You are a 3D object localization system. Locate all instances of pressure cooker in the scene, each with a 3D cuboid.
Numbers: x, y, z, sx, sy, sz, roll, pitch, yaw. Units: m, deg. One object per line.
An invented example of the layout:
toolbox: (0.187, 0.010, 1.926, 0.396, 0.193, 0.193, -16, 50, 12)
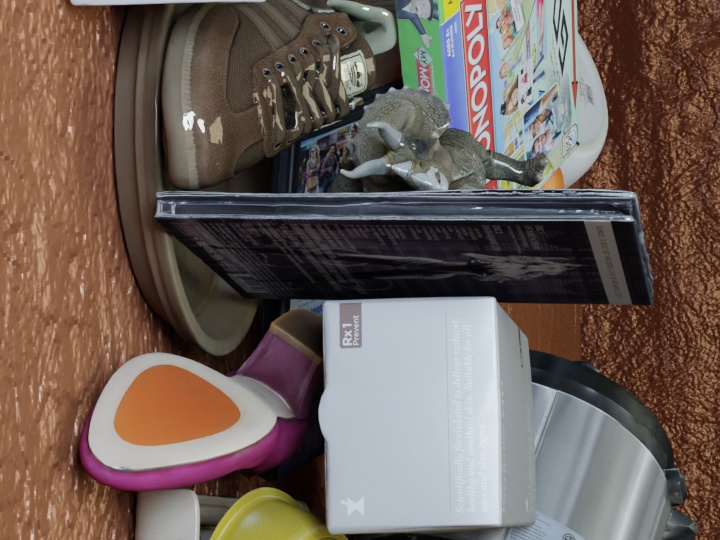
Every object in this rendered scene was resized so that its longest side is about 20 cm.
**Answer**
pressure cooker: (0.095, 0.143, 1.101, 0.176, 0.178, 0.201, 54, 45, -35)

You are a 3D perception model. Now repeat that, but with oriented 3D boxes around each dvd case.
dvd case: (0.026, -0.009, 0.821, 0.149, 0.198, 0.016, 51, 42, -72)
dvd case: (0.000, 0.000, 0.989, 0.142, 0.017, 0.202, -25, 129, -44)

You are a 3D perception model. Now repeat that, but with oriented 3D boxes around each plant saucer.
plant saucer: (-0.077, -0.060, 0.884, 0.200, 0.029, 0.202, -1, 90, -79)

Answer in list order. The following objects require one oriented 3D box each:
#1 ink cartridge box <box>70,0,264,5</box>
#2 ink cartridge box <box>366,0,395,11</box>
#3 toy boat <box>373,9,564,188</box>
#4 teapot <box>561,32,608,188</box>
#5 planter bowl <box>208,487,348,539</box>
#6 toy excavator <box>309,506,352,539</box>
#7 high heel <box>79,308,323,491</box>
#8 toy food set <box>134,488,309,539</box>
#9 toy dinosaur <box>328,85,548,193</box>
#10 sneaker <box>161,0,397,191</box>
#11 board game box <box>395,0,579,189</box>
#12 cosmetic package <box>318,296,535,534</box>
ink cartridge box: (-0.078, -0.227, 0.743, 0.146, 0.087, 0.201, -76, 163, -51)
ink cartridge box: (0.022, -0.199, 1.071, 0.200, 0.145, 0.084, 59, 26, -68)
toy boat: (0.058, -0.062, 1.106, 0.200, 0.130, 0.131, 71, 41, -73)
teapot: (0.068, -0.121, 1.323, 0.198, 0.146, 0.200, 57, 35, 1)
planter bowl: (-0.008, 0.199, 0.837, 0.200, 0.083, 0.202, -2, 90, -70)
toy excavator: (0.020, 0.219, 1.213, 0.200, 0.099, 0.196, -42, 130, -63)
high heel: (-0.074, 0.083, 0.835, 0.200, 0.067, 0.097, -20, 144, -60)
toy food set: (-0.059, 0.178, 0.885, 0.200, 0.060, 0.145, 37, 54, -76)
toy dinosaur: (0.026, -0.033, 0.907, 0.200, 0.102, 0.077, 135, -23, -67)
sneaker: (-0.034, -0.093, 0.840, 0.200, 0.075, 0.071, -67, 154, -63)
board game box: (0.068, -0.118, 0.964, 0.135, 0.029, 0.201, -46, 142, -40)
cosmetic package: (0.037, 0.074, 0.909, 0.200, 0.089, 0.108, 39, 49, -81)
